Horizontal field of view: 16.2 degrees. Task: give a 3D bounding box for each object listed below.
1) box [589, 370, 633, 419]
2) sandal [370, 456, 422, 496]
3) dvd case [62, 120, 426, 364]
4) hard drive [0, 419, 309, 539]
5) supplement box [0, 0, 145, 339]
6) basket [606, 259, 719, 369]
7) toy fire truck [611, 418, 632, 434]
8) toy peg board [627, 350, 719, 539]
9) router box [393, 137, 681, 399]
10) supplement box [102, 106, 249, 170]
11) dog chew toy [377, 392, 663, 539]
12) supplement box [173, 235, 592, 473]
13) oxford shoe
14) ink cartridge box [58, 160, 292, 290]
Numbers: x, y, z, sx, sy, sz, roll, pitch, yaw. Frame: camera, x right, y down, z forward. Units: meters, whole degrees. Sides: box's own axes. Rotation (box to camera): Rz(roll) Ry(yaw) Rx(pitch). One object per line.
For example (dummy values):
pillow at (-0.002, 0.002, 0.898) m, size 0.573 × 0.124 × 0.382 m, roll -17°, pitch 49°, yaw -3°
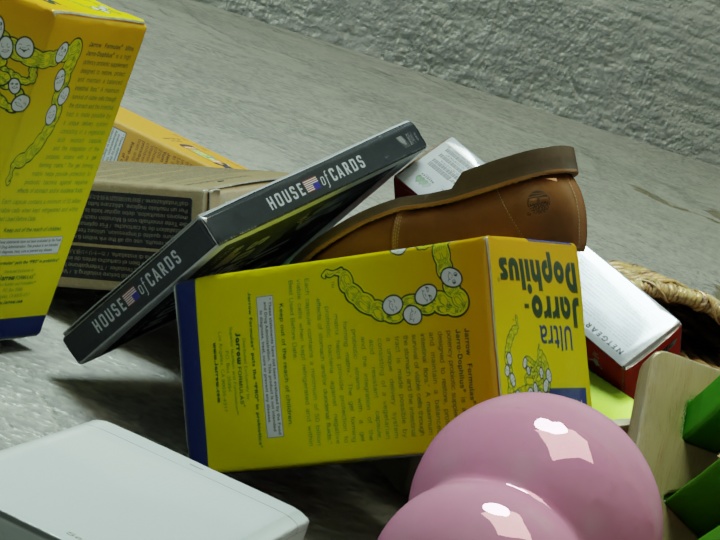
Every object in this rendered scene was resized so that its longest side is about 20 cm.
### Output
box at (0.096, 0.091, 1.504) m, size 0.048 × 0.122 × 0.200 m, roll -35°, pitch 46°, yaw -22°
sandal at (-0.012, 0.078, 1.547) m, size 0.054 × 0.081 × 0.200 m, roll -9°, pitch 27°, yaw -23°
dvd case at (-0.067, -0.018, 1.491) m, size 0.200 × 0.150 × 0.025 m, roll -28°, pitch 82°, yaw -48°
hard drive at (-0.116, 0.120, 1.229) m, size 0.131 × 0.027 × 0.200 m, roll 24°, pitch 11°, yaw 14°
supplement box at (-0.223, -0.072, 1.463) m, size 0.108 × 0.201 × 0.109 m, roll 24°, pitch 11°, yaw 20°
basket at (0.198, 0.081, 1.702) m, size 0.199 × 0.144 × 0.149 m, roll 15°, pitch 11°, yaw -26°
toy fire truck at (0.116, 0.128, 1.319) m, size 0.199 × 0.142 × 0.049 m, roll 14°, pitch 12°, yaw -33°
toy peg board at (0.230, 0.146, 1.246) m, size 0.198 × 0.201 × 0.098 m, roll 19°, pitch -27°, yaw -10°
router box at (0.107, 0.042, 1.543) m, size 0.049 × 0.180 × 0.200 m, roll -36°, pitch 57°, yaw -22°
supplement box at (-0.151, -0.071, 2.001) m, size 0.199 × 0.069 × 0.066 m, roll 24°, pitch 12°, yaw 24°
dog chew toy at (0.060, 0.143, 1.166) m, size 0.124 × 0.125 × 0.200 m, roll 24°, pitch 38°, yaw 17°
supplement box at (0.012, 0.048, 1.383) m, size 0.199 × 0.110 × 0.109 m, roll -8°, pitch -5°, yaw 30°
oxford shoe at (0.040, -0.008, 1.456) m, size 0.199 × 0.072 × 0.071 m, roll -20°, pitch -10°, yaw 32°
ink cartridge box at (-0.138, -0.029, 1.680) m, size 0.164 × 0.076 × 0.200 m, roll 6°, pitch 6°, yaw 19°
